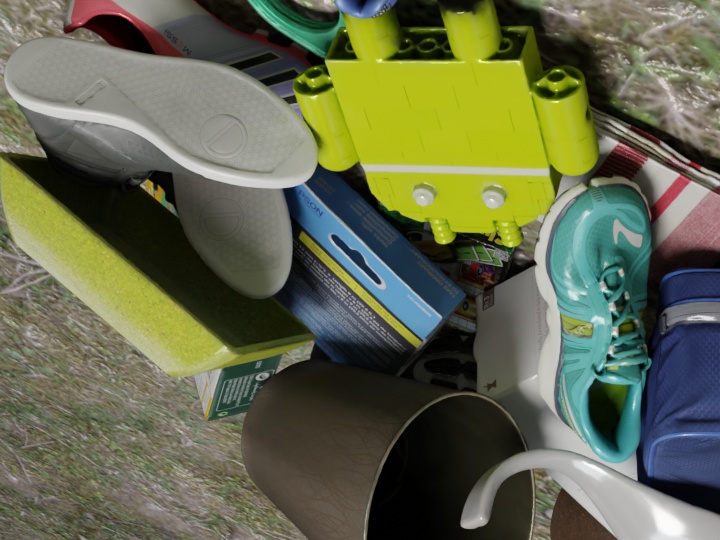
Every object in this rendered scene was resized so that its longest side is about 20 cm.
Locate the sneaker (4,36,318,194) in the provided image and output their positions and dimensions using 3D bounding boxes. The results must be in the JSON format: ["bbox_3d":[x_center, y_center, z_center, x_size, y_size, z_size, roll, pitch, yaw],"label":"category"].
[{"bbox_3d":[-0.120,-0.083,1.016,0.199,0.071,0.099,16,158,7],"label":"sneaker"}]

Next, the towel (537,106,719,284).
[{"bbox_3d":[0.144,-0.059,1.030,0.200,0.023,0.144,28,156,1],"label":"towel"}]

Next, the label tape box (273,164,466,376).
[{"bbox_3d":[0.000,0.000,1.167,0.143,0.066,0.200,43,156,5],"label":"label tape box"}]

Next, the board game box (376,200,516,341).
[{"bbox_3d":[0.058,0.009,1.229,0.105,0.024,0.200,24,154,10],"label":"board game box"}]

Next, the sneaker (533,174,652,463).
[{"bbox_3d":[0.156,0.031,1.000,0.077,0.080,0.201,-14,126,-10],"label":"sneaker"}]

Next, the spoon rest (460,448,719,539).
[{"bbox_3d":[0.168,0.158,1.054,0.199,0.061,0.099,14,162,-12],"label":"spoon rest"}]

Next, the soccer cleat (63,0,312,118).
[{"bbox_3d":[-0.099,-0.132,1.047,0.200,0.077,0.067,35,153,-17],"label":"soccer cleat"}]

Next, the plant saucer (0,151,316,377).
[{"bbox_3d":[-0.140,0.005,1.077,0.200,0.048,0.200,39,-171,10],"label":"plant saucer"}]

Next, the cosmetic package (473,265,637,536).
[{"bbox_3d":[0.169,0.096,1.169,0.081,0.113,0.200,-27,128,26],"label":"cosmetic package"}]

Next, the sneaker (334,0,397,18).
[{"bbox_3d":[0.013,-0.201,0.819,0.075,0.079,0.200,17,153,16],"label":"sneaker"}]

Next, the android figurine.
[{"bbox_3d":[0.053,-0.087,0.969,0.181,0.041,0.200,4,139,21],"label":"android figurine"}]

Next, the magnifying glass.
[{"bbox_3d":[-0.001,-0.134,0.999,0.200,0.022,0.080,43,152,-22],"label":"magnifying glass"}]

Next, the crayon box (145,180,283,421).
[{"bbox_3d":[-0.114,-0.002,1.236,0.051,0.201,0.126,-12,160,-16],"label":"crayon box"}]

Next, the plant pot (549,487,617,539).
[{"bbox_3d":[0.255,0.220,1.262,0.200,0.187,0.187,24,158,37],"label":"plant pot"}]

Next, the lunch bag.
[{"bbox_3d":[0.250,0.072,1.045,0.135,0.133,0.200,3,155,6],"label":"lunch bag"}]

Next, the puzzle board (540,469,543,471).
[{"bbox_3d":[0.243,0.160,1.350,0.150,0.017,0.200,24,154,1],"label":"puzzle board"}]

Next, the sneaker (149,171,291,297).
[{"bbox_3d":[-0.102,-0.058,1.117,0.200,0.071,0.099,58,170,18],"label":"sneaker"}]

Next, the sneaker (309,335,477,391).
[{"bbox_3d":[0.062,0.092,1.296,0.199,0.077,0.089,18,167,28],"label":"sneaker"}]

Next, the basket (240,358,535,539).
[{"bbox_3d":[0.010,0.144,1.134,0.200,0.136,0.181,22,120,56],"label":"basket"}]
